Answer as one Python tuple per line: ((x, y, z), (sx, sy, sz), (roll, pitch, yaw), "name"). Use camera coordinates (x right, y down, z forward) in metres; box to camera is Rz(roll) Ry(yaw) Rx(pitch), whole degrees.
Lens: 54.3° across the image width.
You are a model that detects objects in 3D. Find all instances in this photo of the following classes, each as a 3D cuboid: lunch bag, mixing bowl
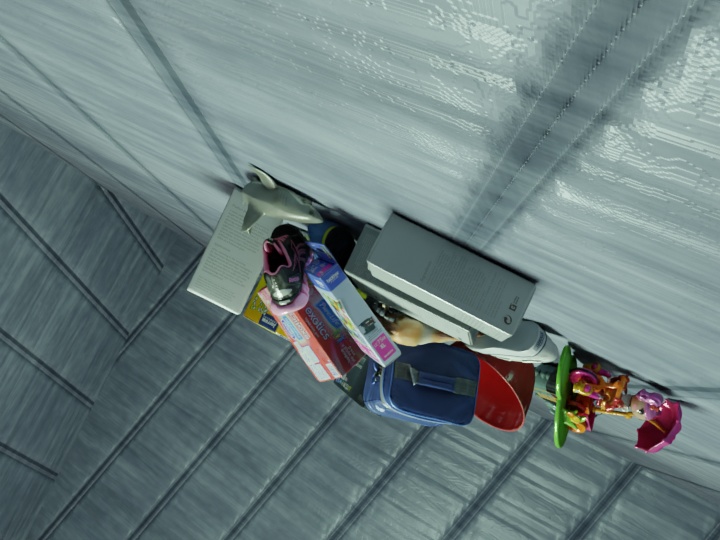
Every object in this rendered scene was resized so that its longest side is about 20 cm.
((0.103, 0.187, 1.209), (0.196, 0.139, 0.132), (16, 162, -22), "lunch bag")
((0.251, 0.186, 1.311), (0.199, 0.108, 0.202), (37, 152, 23), "mixing bowl")

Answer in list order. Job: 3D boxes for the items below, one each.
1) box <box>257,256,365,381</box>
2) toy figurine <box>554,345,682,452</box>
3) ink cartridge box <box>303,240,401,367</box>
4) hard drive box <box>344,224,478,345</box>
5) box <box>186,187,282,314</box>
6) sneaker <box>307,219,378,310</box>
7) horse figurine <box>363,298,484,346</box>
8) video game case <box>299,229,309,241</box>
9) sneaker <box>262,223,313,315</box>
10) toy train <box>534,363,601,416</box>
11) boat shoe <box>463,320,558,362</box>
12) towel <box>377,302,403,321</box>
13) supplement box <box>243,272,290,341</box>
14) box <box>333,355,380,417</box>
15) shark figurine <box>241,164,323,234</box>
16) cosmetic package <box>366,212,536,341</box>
((-0.078, 0.086, 1.242), (0.202, 0.094, 0.102), (55, 149, -6), "box")
((0.408, 0.209, 1.100), (0.180, 0.152, 0.202), (8, 140, 27), "toy figurine")
((-0.024, 0.047, 1.059), (0.202, 0.042, 0.119), (57, 169, -15), "ink cartridge box")
((0.089, 0.025, 1.033), (0.197, 0.078, 0.156), (26, 173, 15), "hard drive box")
((-0.230, -0.032, 1.316), (0.104, 0.204, 0.152), (25, 173, -6), "box")
((-0.030, 0.000, 1.156), (0.078, 0.066, 0.203), (22, 146, 49), "sneaker")
((0.088, 0.088, 1.143), (0.196, 0.051, 0.132), (8, -166, -31), "horse figurine")
((-0.085, 0.012, 1.347), (0.197, 0.147, 0.018), (22, -166, 33), "video game case")
((-0.125, -0.025, 1.118), (0.202, 0.077, 0.097), (-100, -12, -52), "sneaker")
((0.399, 0.235, 1.378), (0.113, 0.086, 0.200), (40, 173, -9), "toy train")
((0.238, 0.117, 1.140), (0.065, 0.075, 0.199), (34, 172, -24), "boat shoe")
((0.039, 0.064, 1.485), (0.163, 0.087, 0.200), (27, 175, 18), "towel")
((-0.138, 0.039, 1.474), (0.108, 0.204, 0.109), (20, 171, 36), "supplement box")
((0.025, 0.193, 1.443), (0.050, 0.160, 0.199), (30, 176, -21), "box")
((-0.161, -0.095, 1.086), (0.127, 0.091, 0.213), (33, 169, -30), "shark figurine")
((0.110, 0.011, 0.878), (0.197, 0.075, 0.102), (28, 173, 8), "cosmetic package")
